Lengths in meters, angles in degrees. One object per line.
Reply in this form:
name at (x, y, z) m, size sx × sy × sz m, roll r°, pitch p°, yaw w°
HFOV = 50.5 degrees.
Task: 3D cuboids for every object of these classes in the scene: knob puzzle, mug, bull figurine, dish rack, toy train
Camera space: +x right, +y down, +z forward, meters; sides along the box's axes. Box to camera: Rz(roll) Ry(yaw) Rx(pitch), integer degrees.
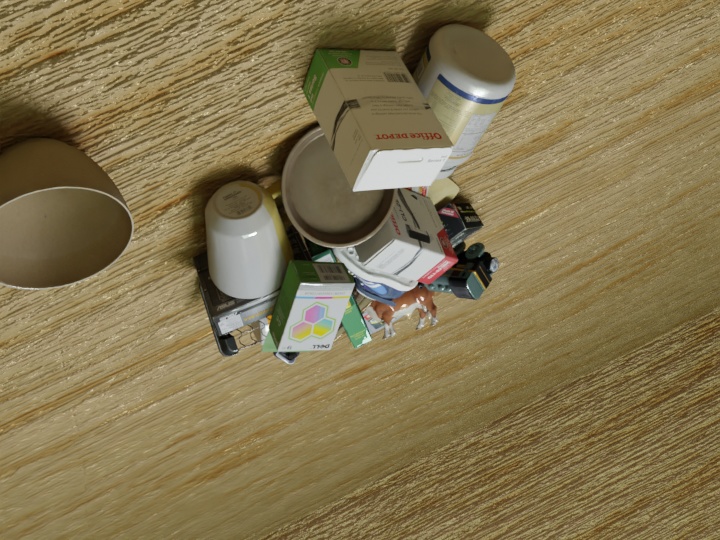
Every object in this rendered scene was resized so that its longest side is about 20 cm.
knob puzzle at (0.094, -0.138, 1.461) m, size 0.214 × 0.031 × 0.221 m, roll -17°, pitch 151°, yaw -9°
mug at (-0.184, -0.076, 1.252) m, size 0.145 × 0.190 × 0.155 m, roll 8°, pitch 143°, yaw 9°
bull figurine at (0.079, 0.082, 1.706) m, size 0.195 × 0.125 × 0.065 m, roll -15°, pitch 174°, yaw -3°
dish rack at (-0.186, 0.058, 1.422) m, size 0.196 × 0.157 × 0.054 m, roll -19°, pitch -176°, yaw -22°
toy train at (0.201, -0.001, 1.634) m, size 0.115 × 0.197 × 0.086 m, roll -52°, pitch 125°, yaw -25°

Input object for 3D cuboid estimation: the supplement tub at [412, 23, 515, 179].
supplement tub at (0.136, -0.256, 1.183) m, size 0.141 × 0.147 × 0.201 m, roll -8°, pitch 148°, yaw -31°

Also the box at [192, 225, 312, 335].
box at (-0.180, 0.008, 1.329) m, size 0.196 × 0.160 × 0.049 m, roll -22°, pitch 137°, yaw -10°

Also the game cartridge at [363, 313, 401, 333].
game cartridge at (0.056, 0.089, 1.814) m, size 0.197 × 0.042 × 0.133 m, roll -31°, pitch 156°, yaw 7°

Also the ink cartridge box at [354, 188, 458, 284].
ink cartridge box at (0.068, -0.071, 1.369) m, size 0.083 × 0.147 × 0.197 m, roll -38°, pitch 149°, yaw 29°

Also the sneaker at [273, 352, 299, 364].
sneaker at (-0.120, 0.137, 1.656) m, size 0.196 × 0.110 × 0.070 m, roll -5°, pitch 147°, yaw -36°

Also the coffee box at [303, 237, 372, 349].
coffee box at (-0.042, 0.035, 1.432) m, size 0.043 × 0.123 × 0.203 m, roll -25°, pitch 113°, yaw -1°

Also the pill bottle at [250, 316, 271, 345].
pill bottle at (-0.124, 0.068, 1.532) m, size 0.195 × 0.118 × 0.117 m, roll -17°, pitch 151°, yaw -20°

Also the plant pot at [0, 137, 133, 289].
plant pot at (-0.408, -0.091, 0.991) m, size 0.196 × 0.137 × 0.202 m, roll -21°, pitch 153°, yaw -11°

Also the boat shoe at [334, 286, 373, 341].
boat shoe at (-0.036, 0.082, 1.640) m, size 0.200 × 0.072 × 0.072 m, roll -47°, pitch 179°, yaw -5°

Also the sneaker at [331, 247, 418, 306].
sneaker at (0.000, 0.000, 1.452) m, size 0.197 × 0.083 × 0.145 m, roll 26°, pitch 154°, yaw -25°

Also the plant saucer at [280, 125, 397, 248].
plant saucer at (-0.034, -0.139, 1.237) m, size 0.194 × 0.029 × 0.206 m, roll -4°, pitch 104°, yaw -14°

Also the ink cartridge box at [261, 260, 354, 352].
ink cartridge box at (-0.091, 0.081, 1.285) m, size 0.101 × 0.060 × 0.203 m, roll 1°, pitch 127°, yaw -30°

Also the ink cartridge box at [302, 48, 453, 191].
ink cartridge box at (0.022, -0.216, 1.087) m, size 0.143 × 0.203 × 0.085 m, roll -7°, pitch 147°, yaw -31°

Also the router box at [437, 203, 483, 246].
router box at (0.143, -0.058, 1.559) m, size 0.198 × 0.063 × 0.149 m, roll -36°, pitch 170°, yaw 21°
